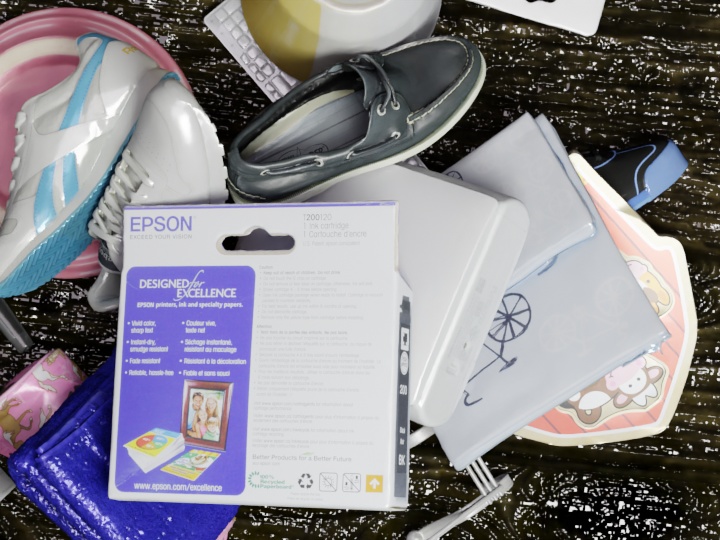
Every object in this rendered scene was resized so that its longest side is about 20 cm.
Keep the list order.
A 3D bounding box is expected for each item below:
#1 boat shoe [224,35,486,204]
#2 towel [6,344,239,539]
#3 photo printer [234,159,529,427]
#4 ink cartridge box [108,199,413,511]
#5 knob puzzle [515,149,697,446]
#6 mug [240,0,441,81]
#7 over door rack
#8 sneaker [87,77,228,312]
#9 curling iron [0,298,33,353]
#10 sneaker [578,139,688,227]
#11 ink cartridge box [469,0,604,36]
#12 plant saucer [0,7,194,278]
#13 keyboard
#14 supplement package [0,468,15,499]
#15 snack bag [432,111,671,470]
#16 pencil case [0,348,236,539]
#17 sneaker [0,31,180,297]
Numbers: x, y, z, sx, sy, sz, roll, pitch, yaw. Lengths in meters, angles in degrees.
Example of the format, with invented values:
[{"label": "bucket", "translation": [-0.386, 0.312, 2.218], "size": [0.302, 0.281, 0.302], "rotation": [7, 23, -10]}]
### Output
[{"label": "boat shoe", "translation": [-0.005, -0.111, 1.234], "size": [0.199, 0.066, 0.075], "rotation": [-25, 63, -3]}, {"label": "towel", "translation": [-0.136, 0.119, 1.287], "size": [0.148, 0.050, 0.200], "rotation": [43, 52, -2]}, {"label": "photo printer", "translation": [0.000, 0.000, 1.270], "size": [0.200, 0.069, 0.167], "rotation": [21, 85, 32]}, {"label": "ink cartridge box", "translation": [-0.065, 0.056, 1.203], "size": [0.198, 0.043, 0.200], "rotation": [0, 84, 17]}, {"label": "knob puzzle", "translation": [0.154, 0.045, 1.308], "size": [0.219, 0.030, 0.220], "rotation": [1, 105, 2]}, {"label": "mug", "translation": [-0.025, -0.200, 1.276], "size": [0.186, 0.153, 0.149], "rotation": [-30, 92, -4]}, {"label": "over door rack", "translation": [-0.002, 0.149, 1.310], "size": [0.200, 0.067, 0.148], "rotation": [-34, 93, -33]}, {"label": "sneaker", "translation": [-0.145, -0.045, 1.257], "size": [0.080, 0.200, 0.076], "rotation": [-16, 49, -24]}, {"label": "curling iron", "translation": [-0.313, -0.016, 1.341], "size": [0.200, 0.026, 0.050], "rotation": [49, 53, -6]}, {"label": "sneaker", "translation": [0.138, -0.058, 1.330], "size": [0.200, 0.070, 0.078], "rotation": [-28, 99, 1]}, {"label": "ink cartridge box", "translation": [0.152, -0.283, 1.325], "size": [0.116, 0.067, 0.200], "rotation": [16, 91, -2]}, {"label": "plant saucer", "translation": [-0.216, -0.093, 1.332], "size": [0.200, 0.051, 0.201], "rotation": [0, 92, -1]}, {"label": "keyboard", "translation": [-0.031, -0.128, 1.354], "size": [0.056, 0.011, 0.200], "rotation": [-41, 92, 0]}, {"label": "supplement package", "translation": [-0.363, 0.126, 1.302], "size": [0.117, 0.117, 0.200], "rotation": [-41, 92, -1]}, {"label": "snack bag", "translation": [0.092, 0.017, 1.270], "size": [0.189, 0.021, 0.200], "rotation": [-34, 65, 16]}, {"label": "pencil case", "translation": [-0.186, 0.148, 1.326], "size": [0.200, 0.083, 0.087], "rotation": [45, 51, -2]}, {"label": "sneaker", "translation": [-0.211, -0.072, 1.277], "size": [0.081, 0.077, 0.200], "rotation": [33, 87, 10]}]
